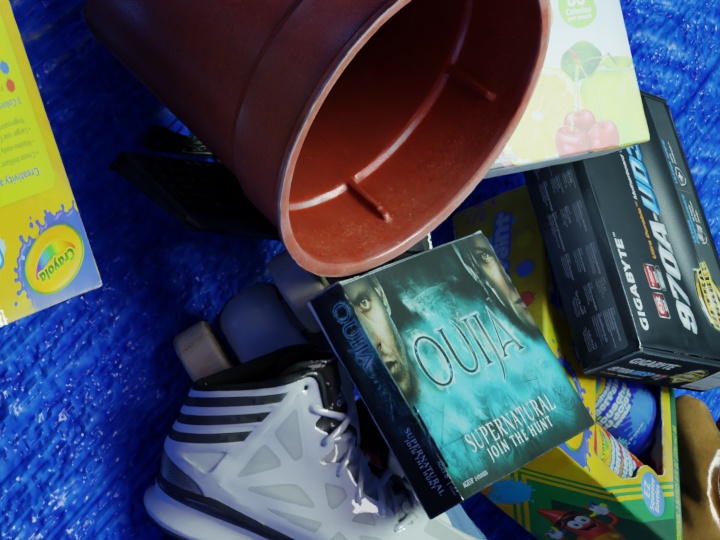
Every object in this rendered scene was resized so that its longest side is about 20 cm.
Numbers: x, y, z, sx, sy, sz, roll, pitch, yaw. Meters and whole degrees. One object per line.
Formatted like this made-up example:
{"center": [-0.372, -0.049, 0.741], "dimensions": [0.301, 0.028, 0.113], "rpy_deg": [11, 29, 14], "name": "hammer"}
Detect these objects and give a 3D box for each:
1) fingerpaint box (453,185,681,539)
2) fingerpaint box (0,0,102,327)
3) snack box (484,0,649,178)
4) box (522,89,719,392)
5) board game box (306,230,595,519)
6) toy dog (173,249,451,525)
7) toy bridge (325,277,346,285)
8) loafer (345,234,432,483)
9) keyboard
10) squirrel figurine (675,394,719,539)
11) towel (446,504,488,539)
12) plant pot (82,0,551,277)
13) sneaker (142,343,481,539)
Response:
{"center": [0.134, 0.071, 1.800], "dimensions": [0.167, 0.073, 0.200], "rpy_deg": [41, 38, -40], "name": "fingerpaint box"}
{"center": [-0.233, -0.038, 1.348], "dimensions": [0.200, 0.073, 0.167], "rpy_deg": [-26, 99, -55], "name": "fingerpaint box"}
{"center": [0.084, -0.160, 1.681], "dimensions": [0.142, 0.053, 0.200], "rpy_deg": [-11, 88, -32], "name": "snack box"}
{"center": [0.171, -0.025, 1.792], "dimensions": [0.159, 0.046, 0.200], "rpy_deg": [12, 58, -55], "name": "box"}
{"center": [0.054, 0.053, 1.565], "dimensions": [0.135, 0.028, 0.200], "rpy_deg": [60, 26, 5], "name": "board game box"}
{"center": [-0.024, 0.078, 1.590], "dimensions": [0.096, 0.132, 0.200], "rpy_deg": [-89, 164, -76], "name": "toy dog"}
{"center": [0.000, 0.000, 1.712], "dimensions": [0.067, 0.027, 0.200], "rpy_deg": [-14, 92, -55], "name": "toy bridge"}
{"center": [0.037, 0.043, 1.659], "dimensions": [0.073, 0.072, 0.200], "rpy_deg": [16, 69, -58], "name": "loafer"}
{"center": [-0.060, -0.050, 1.584], "dimensions": [0.200, 0.127, 0.021], "rpy_deg": [6, 114, -49], "name": "keyboard"}
{"center": [0.260, 0.173, 1.862], "dimensions": [0.142, 0.187, 0.200], "rpy_deg": [33, 42, -44], "name": "squirrel figurine"}
{"center": [0.024, 0.221, 1.651], "dimensions": [0.112, 0.049, 0.200], "rpy_deg": [57, 38, -26], "name": "towel"}
{"center": [-0.035, -0.134, 1.522], "dimensions": [0.195, 0.201, 0.201], "rpy_deg": [39, 22, 28], "name": "plant pot"}
{"center": [-0.007, 0.109, 1.503], "dimensions": [0.076, 0.200, 0.115], "rpy_deg": [-89, -163, -71], "name": "sneaker"}
